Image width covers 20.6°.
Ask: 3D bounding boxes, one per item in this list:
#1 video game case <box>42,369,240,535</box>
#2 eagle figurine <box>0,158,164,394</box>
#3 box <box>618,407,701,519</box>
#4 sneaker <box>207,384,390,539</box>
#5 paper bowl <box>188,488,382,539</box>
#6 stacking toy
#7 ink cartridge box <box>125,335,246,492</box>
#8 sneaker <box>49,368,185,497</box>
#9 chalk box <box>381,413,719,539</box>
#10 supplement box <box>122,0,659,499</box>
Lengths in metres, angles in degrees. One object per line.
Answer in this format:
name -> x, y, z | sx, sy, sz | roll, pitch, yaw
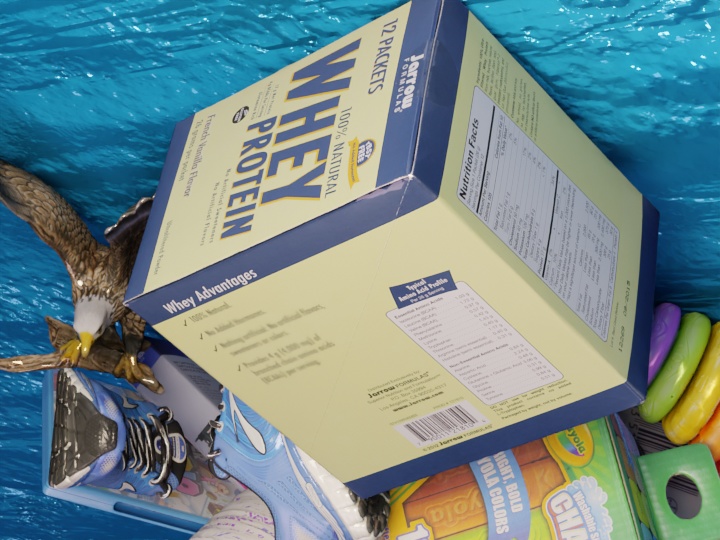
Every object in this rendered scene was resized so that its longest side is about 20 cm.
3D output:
video game case -> -0.143, 0.145, 1.495 | 0.199, 0.143, 0.018 | 18, 117, -19
eagle figurine -> -0.174, -0.007, 1.323 | 0.151, 0.151, 0.201 | -18, 130, -22
box -> 0.170, 0.172, 1.397 | 0.104, 0.185, 0.200 | 20, 157, -15
sneaker -> -0.063, 0.079, 1.162 | 0.089, 0.201, 0.079 | -26, 176, 19
paper bowl -> -0.024, 0.234, 1.360 | 0.200, 0.104, 0.201 | 31, 144, 26
stacking toy -> 0.202, 0.063, 1.257 | 0.199, 0.116, 0.110 | 28, 154, 0
ink cartridge box -> -0.104, 0.109, 1.494 | 0.200, 0.042, 0.119 | 38, -173, 26
sneaker -> -0.159, 0.109, 1.316 | 0.089, 0.079, 0.200 | 4, 174, -5
chalk box -> 0.124, 0.161, 1.214 | 0.199, 0.125, 0.124 | -21, 151, 13
supplement box -> 0.021, -0.007, 1.059 | 0.199, 0.135, 0.200 | -23, 129, 34
